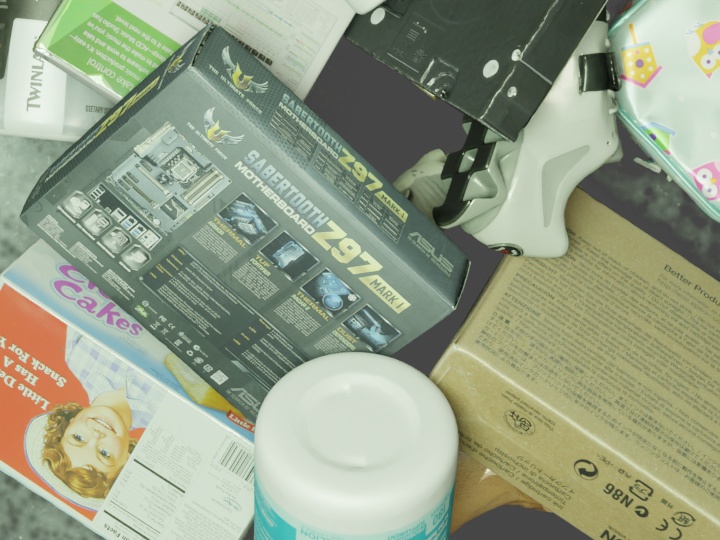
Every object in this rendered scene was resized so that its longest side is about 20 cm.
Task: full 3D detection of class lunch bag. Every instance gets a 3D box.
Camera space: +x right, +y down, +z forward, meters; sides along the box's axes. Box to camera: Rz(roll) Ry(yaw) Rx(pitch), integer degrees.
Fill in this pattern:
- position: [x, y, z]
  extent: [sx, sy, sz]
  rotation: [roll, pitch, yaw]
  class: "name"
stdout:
- position: [0.239, -0.125, 1.344]
  extent: [0.200, 0.077, 0.160]
  rotation: [-43, 91, 5]
  class: "lunch bag"

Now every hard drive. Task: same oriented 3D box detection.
- position: [0.089, -0.183, 1.267]
  extent: [0.038, 0.140, 0.201]
  rotation: [28, 95, -42]
  class: "hard drive"

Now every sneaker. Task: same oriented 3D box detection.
- position: [0.113, -0.101, 1.303]
  extent: [0.088, 0.074, 0.201]
  rotation: [23, 83, -21]
  class: "sneaker"

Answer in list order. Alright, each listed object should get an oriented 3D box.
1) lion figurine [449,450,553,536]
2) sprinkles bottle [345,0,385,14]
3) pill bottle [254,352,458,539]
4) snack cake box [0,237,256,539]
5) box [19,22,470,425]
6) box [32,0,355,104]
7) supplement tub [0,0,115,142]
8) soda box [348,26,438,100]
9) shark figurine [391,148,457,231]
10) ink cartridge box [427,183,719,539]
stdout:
- position: [0.064, 0.122, 1.381]
  extent: [0.199, 0.073, 0.123]
  rotation: [-24, 101, 19]
  class: "lion figurine"
- position: [-0.039, -0.233, 1.248]
  extent: [0.068, 0.068, 0.200]
  rotation: [-41, 98, 5]
  class: "sprinkles bottle"
- position: [-0.005, 0.147, 1.293]
  extent: [0.110, 0.111, 0.201]
  rotation: [1, 138, -1]
  class: "pill bottle"
- position: [-0.142, 0.087, 1.369]
  extent: [0.199, 0.067, 0.115]
  rotation: [34, 118, 2]
  class: "snack cake box"
- position: [-0.063, -0.017, 1.270]
  extent: [0.200, 0.051, 0.157]
  rotation: [41, 127, -16]
  class: "box"
- position: [-0.072, -0.168, 1.293]
  extent: [0.144, 0.036, 0.201]
  rotation: [32, 82, -10]
  class: "box"
- position: [-0.175, -0.176, 1.347]
  extent: [0.122, 0.123, 0.202]
  rotation: [6, 94, 4]
  class: "supplement tub"
- position: [-0.010, -0.189, 1.364]
  extent: [0.200, 0.064, 0.068]
  rotation: [40, 93, 1]
  class: "soda box"
- position: [-0.016, 0.011, 1.349]
  extent: [0.214, 0.128, 0.090]
  rotation: [-28, 101, 6]
  class: "shark figurine"
- position: [0.151, 0.066, 1.317]
  extent: [0.199, 0.165, 0.075]
  rotation: [34, 136, 2]
  class: "ink cartridge box"
